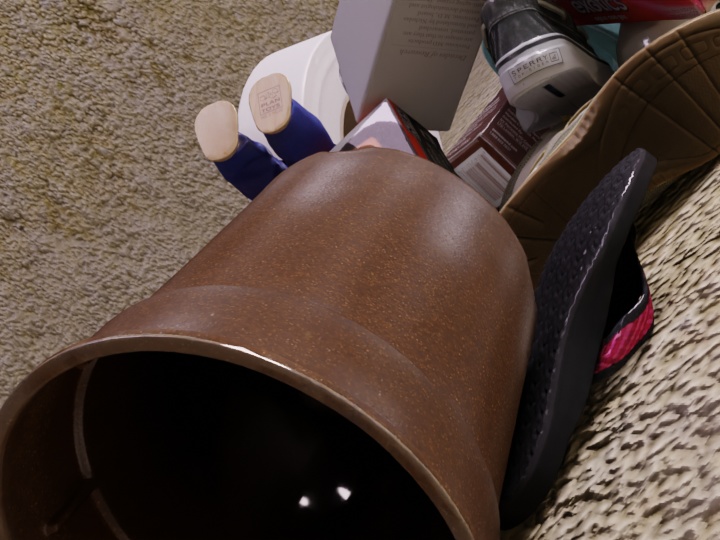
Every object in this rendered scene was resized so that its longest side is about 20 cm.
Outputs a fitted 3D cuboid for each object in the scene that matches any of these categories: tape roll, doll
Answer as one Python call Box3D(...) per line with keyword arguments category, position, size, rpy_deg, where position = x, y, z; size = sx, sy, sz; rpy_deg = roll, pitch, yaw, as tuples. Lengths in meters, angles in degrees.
Box3D(category="tape roll", position=(-0.011, -0.091, 1.095), size=(0.070, 0.204, 0.203), rpy_deg=(-13, 27, 34))
Box3D(category="doll", position=(-0.031, -0.060, 0.920), size=(0.135, 0.049, 0.200), rpy_deg=(-25, -29, 11))

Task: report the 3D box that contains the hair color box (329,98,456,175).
Box3D(category="hair color box", position=(-0.021, -0.002, 0.862), size=(0.200, 0.061, 0.102), rpy_deg=(-42, 47, 16))

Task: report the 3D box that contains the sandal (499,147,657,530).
Box3D(category="sandal", position=(0.107, 0.034, 0.630), size=(0.202, 0.045, 0.075), rpy_deg=(-68, 9, -25))

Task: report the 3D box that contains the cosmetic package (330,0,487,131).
Box3D(category="cosmetic package", position=(0.043, -0.198, 0.844), size=(0.102, 0.073, 0.201), rpy_deg=(-105, 24, -43))

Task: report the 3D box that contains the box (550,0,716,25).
Box3D(category="box", position=(0.156, -0.219, 0.819), size=(0.100, 0.095, 0.200), rpy_deg=(-53, 20, -4))

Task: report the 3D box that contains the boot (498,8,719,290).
Box3D(category="boot", position=(0.156, -0.078, 0.802), size=(0.200, 0.072, 0.155), rpy_deg=(-44, 2, 11))

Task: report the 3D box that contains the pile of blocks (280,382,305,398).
Box3D(category="pile of blocks", position=(-0.030, 0.122, 0.715), size=(0.062, 0.081, 0.203), rpy_deg=(-61, -21, -66))

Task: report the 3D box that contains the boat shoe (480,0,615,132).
Box3D(category="boat shoe", position=(0.122, -0.138, 0.858), size=(0.071, 0.072, 0.200), rpy_deg=(-21, -7, 12))

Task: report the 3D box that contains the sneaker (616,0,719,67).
Box3D(category="sneaker", position=(0.201, -0.179, 0.887), size=(0.076, 0.081, 0.200), rpy_deg=(-18, 15, 27))

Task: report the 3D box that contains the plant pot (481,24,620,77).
Box3D(category="plant pot", position=(0.180, -0.237, 1.045), size=(0.190, 0.198, 0.200), rpy_deg=(-70, 13, -18))

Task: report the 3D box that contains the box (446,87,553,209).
Box3D(category="box", position=(0.164, -0.150, 1.164), size=(0.200, 0.075, 0.100), rpy_deg=(-50, 5, -22))

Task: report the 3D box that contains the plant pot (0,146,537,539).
Box3D(category="plant pot", position=(-0.019, 0.058, 0.557), size=(0.200, 0.200, 0.199), rpy_deg=(-44, 9, 35))
